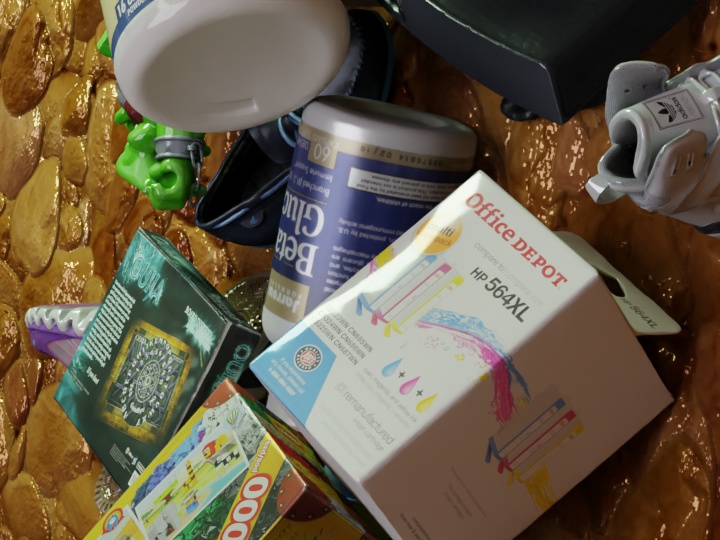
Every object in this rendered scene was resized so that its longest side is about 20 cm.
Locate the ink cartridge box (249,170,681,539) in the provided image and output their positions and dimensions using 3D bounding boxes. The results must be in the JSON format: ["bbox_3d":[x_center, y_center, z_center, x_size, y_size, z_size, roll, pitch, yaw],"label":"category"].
[{"bbox_3d":[0.067,0.054,1.582,0.200,0.125,0.129,-41,45,-5],"label":"ink cartridge box"}]

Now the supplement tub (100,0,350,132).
[{"bbox_3d":[-0.093,-0.201,1.712,0.144,0.144,0.201,-45,48,41],"label":"supplement tub"}]

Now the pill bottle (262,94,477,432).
[{"bbox_3d":[0.000,0.000,1.741,0.111,0.111,0.201,25,107,52],"label":"pill bottle"}]

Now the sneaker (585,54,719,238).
[{"bbox_3d":[0.203,-0.093,1.471,0.200,0.115,0.075,-53,48,36],"label":"sneaker"}]

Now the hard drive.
[{"bbox_3d":[0.096,-0.173,1.627,0.135,0.042,0.200,-42,43,-8],"label":"hard drive"}]

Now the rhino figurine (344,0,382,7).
[{"bbox_3d":[-0.043,-0.215,1.818,0.199,0.060,0.088,6,102,29],"label":"rhino figurine"}]

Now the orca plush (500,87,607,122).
[{"bbox_3d":[0.074,-0.159,1.689,0.105,0.071,0.200,-58,44,32],"label":"orca plush"}]

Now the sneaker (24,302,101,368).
[{"bbox_3d":[-0.174,0.067,2.006,0.200,0.080,0.089,5,98,53],"label":"sneaker"}]

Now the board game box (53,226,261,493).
[{"bbox_3d":[-0.135,0.064,1.838,0.136,0.028,0.200,-62,27,8],"label":"board game box"}]

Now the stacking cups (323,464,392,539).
[{"bbox_3d":[0.006,0.110,1.699,0.060,0.060,0.201,36,124,49],"label":"stacking cups"}]

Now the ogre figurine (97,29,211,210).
[{"bbox_3d":[-0.126,-0.122,1.851,0.200,0.098,0.120,-59,-20,-70],"label":"ogre figurine"}]

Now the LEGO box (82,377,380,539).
[{"bbox_3d":[-0.096,0.184,1.636,0.200,0.077,0.149,-49,31,3],"label":"LEGO box"}]

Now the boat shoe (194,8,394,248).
[{"bbox_3d":[-0.044,-0.086,1.846,0.084,0.068,0.200,57,130,39],"label":"boat shoe"}]

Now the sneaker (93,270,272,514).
[{"bbox_3d":[-0.085,0.104,1.897,0.200,0.108,0.070,-55,34,-9],"label":"sneaker"}]
